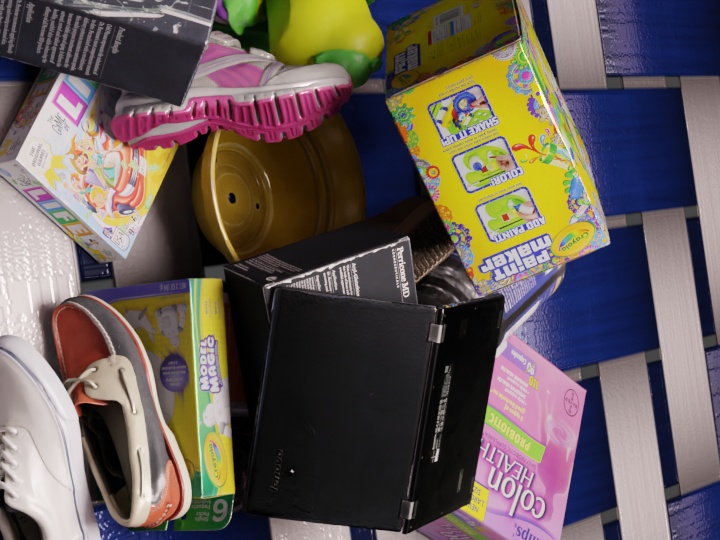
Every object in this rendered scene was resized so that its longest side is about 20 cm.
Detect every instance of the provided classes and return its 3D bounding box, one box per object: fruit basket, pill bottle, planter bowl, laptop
[{"bbox_3d":[-0.064,-0.226,1.535,0.215,0.155,0.216,30,44,-33],"label":"fruit basket"},{"bbox_3d":[0.100,0.021,1.612,0.200,0.112,0.112,-39,113,-45],"label":"pill bottle"},{"bbox_3d":[-0.090,-0.068,1.547,0.200,0.083,0.201,10,77,-49],"label":"planter bowl"},{"bbox_3d":[0.016,0.107,1.429,0.200,0.116,0.188,-9,111,-61],"label":"laptop"}]

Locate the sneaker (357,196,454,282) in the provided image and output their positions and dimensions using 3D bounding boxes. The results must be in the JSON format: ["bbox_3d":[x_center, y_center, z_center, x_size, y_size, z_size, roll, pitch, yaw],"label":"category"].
[{"bbox_3d":[0.000,0.000,1.536,0.200,0.075,0.071,-32,116,-24],"label":"sneaker"}]

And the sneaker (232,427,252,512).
[{"bbox_3d":[-0.067,0.172,1.528,0.200,0.095,0.079,-5,89,-49],"label":"sneaker"}]

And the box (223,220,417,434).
[{"bbox_3d":[-0.023,0.077,1.447,0.141,0.079,0.201,-17,112,-26],"label":"box"}]

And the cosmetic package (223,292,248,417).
[{"bbox_3d":[-0.092,0.077,1.530,0.200,0.071,0.102,8,78,-50],"label":"cosmetic package"}]

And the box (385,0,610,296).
[{"bbox_3d":[0.114,-0.119,1.477,0.200,0.122,0.193,-86,151,-66],"label":"box"}]

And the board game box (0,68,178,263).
[{"bbox_3d":[-0.211,-0.126,1.450,0.134,0.034,0.200,45,52,-36],"label":"board game box"}]

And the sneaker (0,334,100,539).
[{"bbox_3d":[-0.253,0.150,1.325,0.071,0.073,0.201,-30,107,-51],"label":"sneaker"}]

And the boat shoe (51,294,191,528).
[{"bbox_3d":[-0.197,0.108,1.361,0.062,0.071,0.200,-3,63,-54],"label":"boat shoe"}]

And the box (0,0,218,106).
[{"bbox_3d":[-0.202,-0.259,1.348,0.196,0.124,0.201,15,68,-12],"label":"box"}]

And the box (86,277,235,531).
[{"bbox_3d":[-0.162,0.111,1.405,0.048,0.117,0.201,-1,85,-55],"label":"box"}]

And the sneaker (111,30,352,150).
[{"bbox_3d":[-0.107,-0.159,1.432,0.199,0.081,0.088,-4,68,-9],"label":"sneaker"}]

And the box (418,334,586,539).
[{"bbox_3d":[0.128,0.178,1.757,0.176,0.096,0.201,37,58,-41],"label":"box"}]
